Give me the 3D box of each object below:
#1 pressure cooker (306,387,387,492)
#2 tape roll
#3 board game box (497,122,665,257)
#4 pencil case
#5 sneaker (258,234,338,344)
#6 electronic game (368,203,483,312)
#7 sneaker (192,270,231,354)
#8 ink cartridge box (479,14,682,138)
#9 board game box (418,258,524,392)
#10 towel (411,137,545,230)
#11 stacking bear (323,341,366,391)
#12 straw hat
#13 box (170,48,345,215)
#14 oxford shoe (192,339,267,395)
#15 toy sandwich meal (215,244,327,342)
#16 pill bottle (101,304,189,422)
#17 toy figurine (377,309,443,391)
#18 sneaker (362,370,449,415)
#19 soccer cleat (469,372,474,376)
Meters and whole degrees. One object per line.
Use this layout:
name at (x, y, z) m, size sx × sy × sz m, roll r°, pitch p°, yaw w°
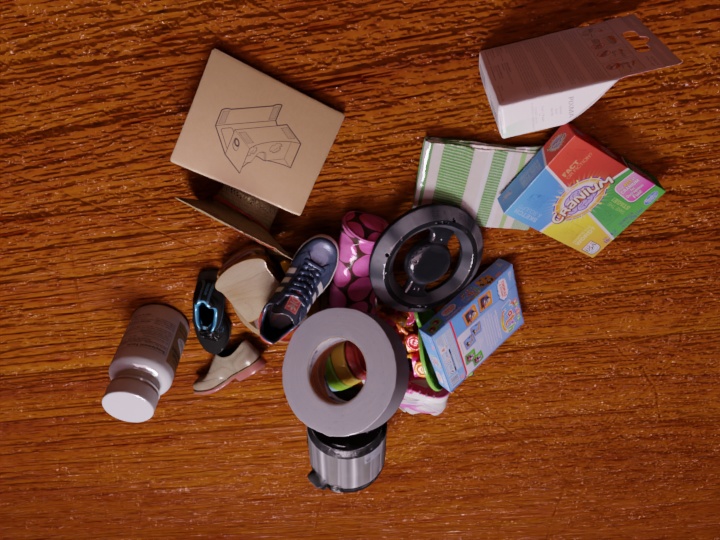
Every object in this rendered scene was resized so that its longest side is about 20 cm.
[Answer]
pressure cooker at (-0.030, 0.379, 1.223) m, size 0.174 × 0.179 × 0.201 m, roll -1°, pitch 130°, yaw -1°
tape roll at (-0.025, 0.161, 0.907) m, size 0.199 × 0.202 × 0.066 m, roll -19°, pitch 163°, yaw 18°
board game box at (0.335, -0.115, 0.858) m, size 0.199 × 0.040 × 0.153 m, roll 21°, pitch 127°, yaw -24°
pencil case at (0.000, 0.000, 0.958) m, size 0.093 × 0.091 × 0.201 m, roll 11°, pitch 128°, yaw 0°
sneaker at (-0.099, 0.036, 0.896) m, size 0.075 × 0.085 × 0.201 m, roll 29°, pitch 107°, yaw -8°
electronic game at (0.108, -0.017, 0.917) m, size 0.199 × 0.042 × 0.201 m, roll -9°, pitch 124°, yaw -14°
sneaker at (-0.288, 0.096, 1.054) m, size 0.073 × 0.082 × 0.201 m, roll 5°, pitch 131°, yaw -2°
ink cartridge box at (0.256, -0.242, 0.690) m, size 0.199 × 0.162 × 0.050 m, roll -9°, pitch 132°, yaw 9°
board game box at (0.201, 0.097, 0.990) m, size 0.200 × 0.037 × 0.152 m, roll -38°, pitch 130°, yaw -17°
towel at (0.186, -0.134, 0.879) m, size 0.198 × 0.023 × 0.153 m, roll 4°, pitch 132°, yaw -4°
stacking bear at (-0.023, 0.159, 0.997) m, size 0.199 × 0.115 × 0.121 m, roll -18°, pitch 160°, yaw 27°
straw hat at (-0.176, -0.100, 0.874) m, size 0.200 × 0.201 × 0.085 m, roll 29°, pitch 87°, yaw -21°
box at (-0.144, -0.189, 0.799) m, size 0.199 × 0.021 × 0.164 m, roll 23°, pitch 100°, yaw -17°
oxford shoe at (-0.282, 0.198, 1.166) m, size 0.199 × 0.070 × 0.075 m, roll -28°, pitch 98°, yaw 25°
toy sandwich meal at (-0.156, 0.049, 0.988) m, size 0.204 × 0.070 × 0.207 m, roll 5°, pitch 115°, yaw 11°
pill bottle at (-0.397, 0.170, 1.044) m, size 0.113 × 0.201 × 0.115 m, roll 1°, pitch 131°, yaw 1°
toy figurine at (0.048, 0.136, 1.060) m, size 0.183 × 0.150 × 0.201 m, roll -10°, pitch 109°, yaw 23°
sneaker at (0.086, 0.239, 1.122) m, size 0.199 × 0.081 × 0.089 m, roll 15°, pitch 132°, yaw 32°
soccer cleat at (0.168, 0.194, 1.133) m, size 0.081 × 0.068 × 0.200 m, roll 35°, pitch 125°, yaw -15°
